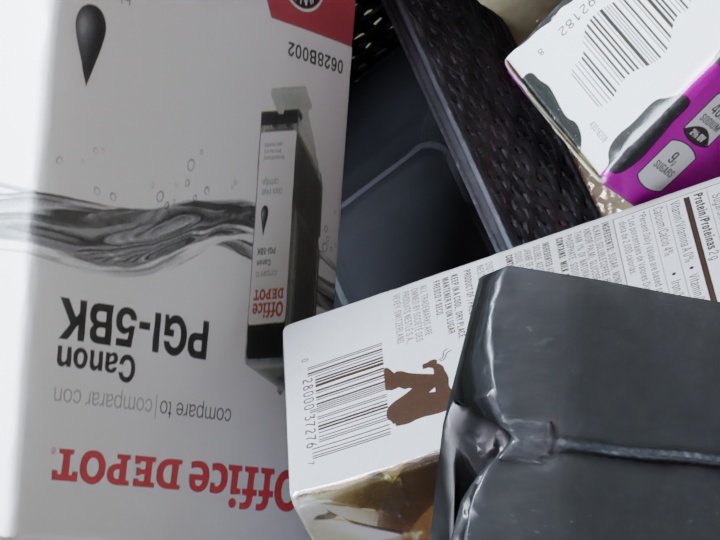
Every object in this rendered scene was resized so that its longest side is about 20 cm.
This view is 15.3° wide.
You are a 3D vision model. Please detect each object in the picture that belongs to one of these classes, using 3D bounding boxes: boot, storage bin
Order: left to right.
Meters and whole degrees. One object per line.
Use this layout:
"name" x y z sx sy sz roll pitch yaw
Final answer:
"storage bin" 0.000 0.000 0.869 0.135 0.094 0.200 -36 54 20
"boot" 0.113 0.090 0.623 0.066 0.199 0.165 133 145 -65

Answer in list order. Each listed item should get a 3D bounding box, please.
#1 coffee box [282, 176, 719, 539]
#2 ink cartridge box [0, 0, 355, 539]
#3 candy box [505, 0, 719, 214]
"coffee box" 0.092 0.046 0.725 0.199 0.113 0.080 -19 34 9
"ink cartridge box" -0.075 -0.021 0.757 0.083 0.147 0.201 0 84 34
"candy box" 0.157 -0.087 0.759 0.200 0.136 0.061 -47 49 13
